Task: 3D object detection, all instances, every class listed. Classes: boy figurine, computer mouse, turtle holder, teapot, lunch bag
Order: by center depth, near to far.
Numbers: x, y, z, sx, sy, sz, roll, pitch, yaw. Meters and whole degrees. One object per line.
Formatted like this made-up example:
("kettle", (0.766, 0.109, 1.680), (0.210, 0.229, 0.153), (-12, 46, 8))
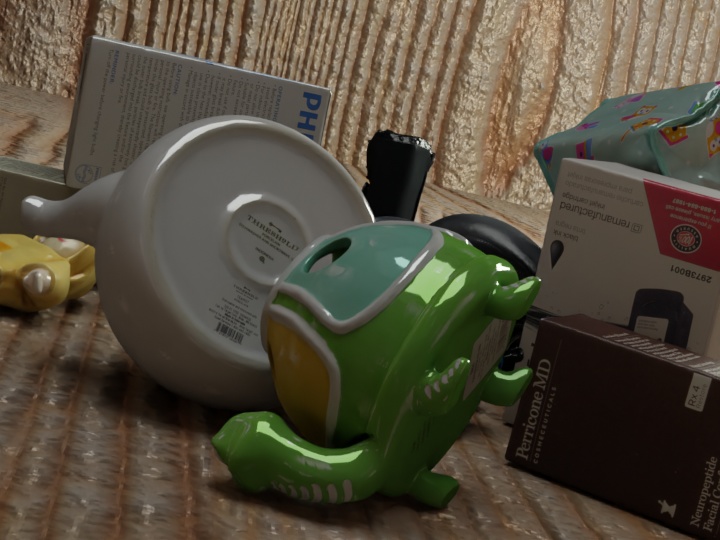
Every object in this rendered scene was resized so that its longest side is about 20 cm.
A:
("turtle holder", (0.007, 0.058, 0.806), (0.131, 0.186, 0.141), (28, -11, 21))
("teapot", (-0.086, 0.008, 0.928), (0.196, 0.201, 0.146), (-17, -10, -34))
("boy figurine", (-0.255, -0.005, 1.029), (0.124, 0.065, 0.199), (17, 12, 38))
("lunch bag", (0.256, -0.039, 1.155), (0.121, 0.201, 0.170), (-32, 13, -22))
("computer mouse", (0.140, 0.000, 1.180), (0.199, 0.053, 0.138), (27, 9, 10))

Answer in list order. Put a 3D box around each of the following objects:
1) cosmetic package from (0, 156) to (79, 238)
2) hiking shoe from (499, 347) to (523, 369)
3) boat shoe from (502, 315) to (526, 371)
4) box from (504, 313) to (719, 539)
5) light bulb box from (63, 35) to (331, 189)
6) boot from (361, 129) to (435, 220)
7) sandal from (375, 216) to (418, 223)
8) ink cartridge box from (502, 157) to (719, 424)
("cosmetic package", (-0.240, -0.043, 1.262), (0.198, 0.074, 0.104), (14, 8, 2))
("hiking shoe", (0.012, 0.045, 1.037), (0.199, 0.075, 0.087), (28, 35, 24))
("boat shoe", (0.125, 0.060, 1.184), (0.199, 0.071, 0.063), (22, 10, 36))
("box", (0.202, 0.103, 0.914), (0.199, 0.101, 0.075), (18, 9, 31))
("light bulb box", (-0.146, -0.120, 1.235), (0.198, 0.126, 0.198), (10, 7, -14))
("boot", (0.013, -0.056, 1.435), (0.076, 0.170, 0.200), (15, 9, 14))
("sandal", (0.048, -0.025, 1.307), (0.198, 0.043, 0.076), (-2, -12, 17))
("ink cartridge box", (0.199, 0.035, 1.026), (0.144, 0.202, 0.084), (20, 13, 36))
